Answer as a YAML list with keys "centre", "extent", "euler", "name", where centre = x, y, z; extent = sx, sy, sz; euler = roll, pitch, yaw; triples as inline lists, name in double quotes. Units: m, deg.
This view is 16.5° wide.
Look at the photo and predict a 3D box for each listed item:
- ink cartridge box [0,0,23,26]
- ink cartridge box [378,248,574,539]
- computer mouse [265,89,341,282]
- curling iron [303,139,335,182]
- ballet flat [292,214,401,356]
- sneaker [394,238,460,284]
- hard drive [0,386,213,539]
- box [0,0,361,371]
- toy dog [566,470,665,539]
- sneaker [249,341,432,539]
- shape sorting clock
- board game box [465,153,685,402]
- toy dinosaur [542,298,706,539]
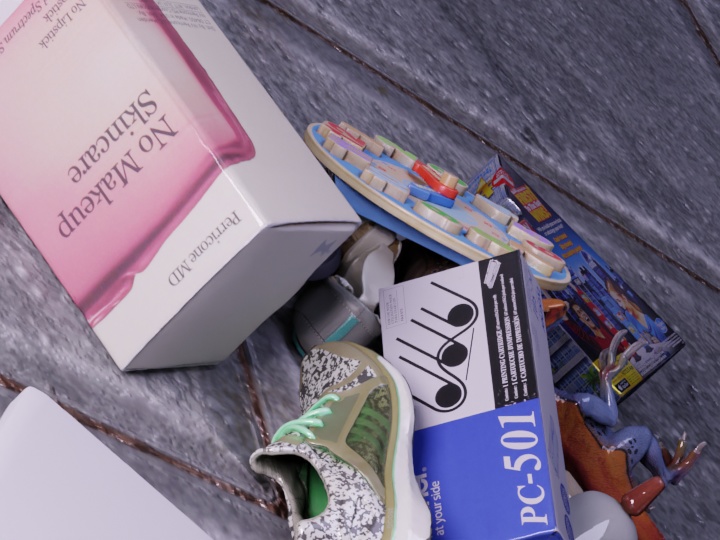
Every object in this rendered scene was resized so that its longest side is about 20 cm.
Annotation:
- centre: [-0.232, -0.237, 1.534]
  extent: [0.145, 0.084, 0.200]
  euler: [41, 23, -13]
  name: "ink cartridge box"
- centre: [0.066, 0.088, 1.442]
  extent: [0.044, 0.093, 0.201]
  euler: [58, 22, -48]
  name: "ink cartridge box"
- centre: [-0.080, -0.064, 1.552]
  extent: [0.200, 0.046, 0.140]
  euler: [42, 36, 11]
  name: "computer mouse"
- centre: [-0.049, -0.073, 1.662]
  extent: [0.050, 0.026, 0.200]
  euler: [53, 23, 23]
  name: "curling iron"
- centre: [0.000, 0.000, 1.578]
  extent: [0.067, 0.064, 0.200]
  euler: [40, 22, -13]
  name: "ballet flat"
- centre: [0.060, 0.024, 1.630]
  extent: [0.070, 0.076, 0.200]
  euler: [38, 24, -19]
  name: "sneaker"
- centre: [-0.135, 0.145, 1.135]
  extent: [0.132, 0.027, 0.200]
  euler: [42, 23, -10]
  name: "hard drive"
- centre: [-0.119, -0.060, 1.380]
  extent: [0.200, 0.128, 0.109]
  euler: [53, 23, 18]
  name: "box"
- centre: [0.132, 0.171, 1.481]
  extent: [0.132, 0.096, 0.200]
  euler: [42, 22, -11]
  name: "toy dog"
- centre: [-0.019, 0.100, 1.370]
  extent: [0.088, 0.077, 0.201]
  euler: [24, 28, -27]
  name: "sneaker"
- centre: [0.052, -0.045, 1.617]
  extent: [0.199, 0.039, 0.200]
  euler: [25, 12, -6]
  name: "shape sorting clock"
- centre: [0.129, 0.014, 1.788]
  extent: [0.200, 0.062, 0.200]
  euler: [49, 21, 7]
  name: "board game box"
- centre: [0.151, 0.101, 1.598]
  extent: [0.181, 0.105, 0.201]
  euler: [35, 24, -44]
  name: "toy dinosaur"
